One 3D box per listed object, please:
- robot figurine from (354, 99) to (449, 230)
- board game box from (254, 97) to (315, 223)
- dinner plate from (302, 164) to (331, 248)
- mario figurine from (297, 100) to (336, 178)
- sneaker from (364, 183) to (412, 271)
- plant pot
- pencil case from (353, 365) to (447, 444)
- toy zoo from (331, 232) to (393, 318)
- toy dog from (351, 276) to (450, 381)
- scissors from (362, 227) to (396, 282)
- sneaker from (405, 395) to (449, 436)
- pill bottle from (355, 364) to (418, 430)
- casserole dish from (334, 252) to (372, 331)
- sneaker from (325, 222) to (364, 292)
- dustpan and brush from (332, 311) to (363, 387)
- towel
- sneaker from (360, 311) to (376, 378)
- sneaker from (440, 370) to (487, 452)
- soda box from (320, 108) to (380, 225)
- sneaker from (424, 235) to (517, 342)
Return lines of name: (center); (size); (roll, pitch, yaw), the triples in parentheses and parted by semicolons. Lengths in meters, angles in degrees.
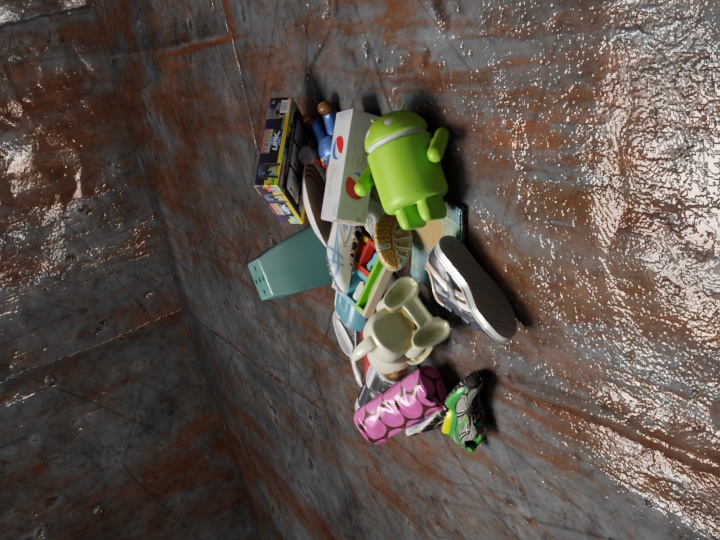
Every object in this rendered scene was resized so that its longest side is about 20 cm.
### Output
robot figurine: (0.075, -0.172, 1.142); (0.173, 0.115, 0.204); (-21, 84, 36)
board game box: (-0.152, -0.223, 1.420); (0.166, 0.055, 0.204); (62, -148, -64)
dinner plate: (-0.087, -0.129, 1.454); (0.200, 0.024, 0.204); (-17, -89, -76)
mario figurine: (-0.058, -0.229, 1.366); (0.203, 0.104, 0.123); (67, 160, 6)
sneaker: (0.046, -0.083, 1.311); (0.088, 0.074, 0.204); (111, 150, -62)
plant pot: (-0.148, -0.015, 1.595); (0.141, 0.197, 0.144); (-18, 94, 63)
pencil case: (0.081, 0.276, 1.378); (0.199, 0.091, 0.094); (-38, 87, 32)
toy zoo: (0.000, 0.000, 1.397); (0.133, 0.020, 0.200); (-65, 30, 9)
toy dog: (0.070, 0.141, 1.326); (0.139, 0.194, 0.201); (43, 161, 13)
scissors: (0.037, -0.035, 1.444); (0.073, 0.014, 0.203); (-27, 86, 61)
sneaker: (0.135, 0.292, 1.442); (0.200, 0.079, 0.085); (-45, 59, 59)
pill bottle: (0.049, 0.277, 1.509); (0.106, 0.105, 0.202); (48, 134, 33)
casserole dish: (-0.017, 0.040, 1.510); (0.121, 0.038, 0.203); (-129, 44, -52)
sneaker: (-0.029, -0.057, 1.399); (0.072, 0.071, 0.204); (41, -134, -66)
dustpan and brush: (-0.020, 0.177, 1.656); (0.203, 0.057, 0.139); (65, 153, 6)
towel: (0.136, -0.046, 1.238); (0.146, 0.021, 0.203); (36, 140, 46)
sneaker: (0.033, 0.170, 1.566); (0.116, 0.077, 0.203); (-119, 27, -44)
sneaker: (0.210, 0.265, 1.296); (0.085, 0.078, 0.202); (37, 148, 30)
soda box: (-0.017, -0.188, 1.271); (0.063, 0.067, 0.204); (9, 90, 59)
sneaker: (0.181, 0.042, 1.149); (0.202, 0.077, 0.080); (58, 141, 20)
